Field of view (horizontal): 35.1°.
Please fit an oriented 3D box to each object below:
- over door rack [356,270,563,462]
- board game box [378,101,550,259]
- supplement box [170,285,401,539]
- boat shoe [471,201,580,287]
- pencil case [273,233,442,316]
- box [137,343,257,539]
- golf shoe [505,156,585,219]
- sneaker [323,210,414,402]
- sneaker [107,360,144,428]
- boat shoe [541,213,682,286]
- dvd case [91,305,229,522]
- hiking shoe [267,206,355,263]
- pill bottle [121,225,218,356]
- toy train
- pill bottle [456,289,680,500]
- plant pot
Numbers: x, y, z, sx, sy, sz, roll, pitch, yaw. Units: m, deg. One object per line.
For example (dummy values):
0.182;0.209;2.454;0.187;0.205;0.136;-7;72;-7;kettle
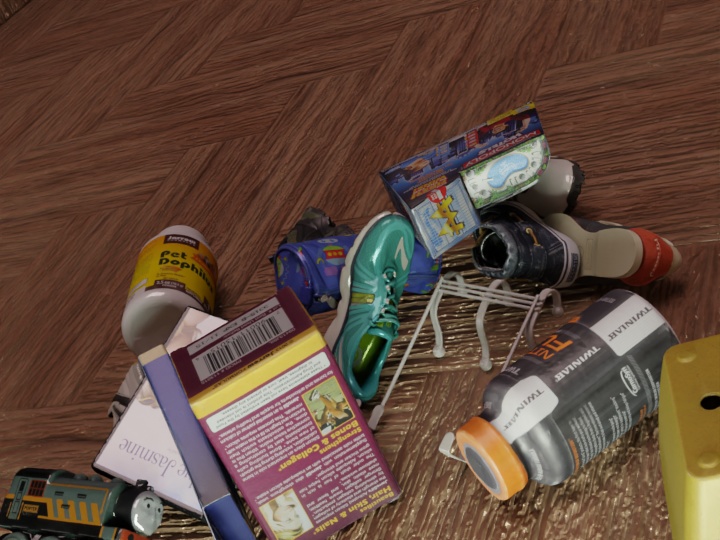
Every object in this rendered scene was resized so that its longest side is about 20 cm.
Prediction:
0.098;0.097;1.124;0.147;0.067;0.201;10;56;48;over door rack
0.114;-0.092;1.224;0.197;0.062;0.200;-24;19;13;board game box
-0.066;0.140;1.031;0.130;0.202;0.103;-28;28;-8;supplement box
0.151;-0.036;1.232;0.089;0.072;0.200;7;12;-23;boat shoe
0.000;0.000;1.260;0.197;0.079;0.087;-10;38;-32;pencil case
-0.142;0.178;1.039;0.032;0.122;0.201;-24;58;-7;box
0.179;-0.109;1.340;0.199;0.093;0.079;20;93;59;golf shoe
0.019;0.040;1.180;0.076;0.203;0.079;12;7;-29;sneaker
-0.222;0.189;1.227;0.088;0.075;0.201;-51;36;13;sneaker
0.250;-0.020;1.189;0.062;0.073;0.199;4;2;-25;boat shoe
-0.167;0.140;1.155;0.141;0.018;0.202;17;63;23;dvd case
-0.045;-0.007;1.404;0.101;0.076;0.200;-45;28;-6;hiking shoe
-0.237;0.024;1.444;0.108;0.110;0.201;-20;30;9;pill bottle
-0.275;0.253;1.101;0.197;0.085;0.116;-3;64;34;toy train
0.178;0.112;0.985;0.199;0.107;0.106;-34;30;-16;pill bottle
0.298;0.144;0.769;0.197;0.178;0.201;-15;31;16;plant pot
